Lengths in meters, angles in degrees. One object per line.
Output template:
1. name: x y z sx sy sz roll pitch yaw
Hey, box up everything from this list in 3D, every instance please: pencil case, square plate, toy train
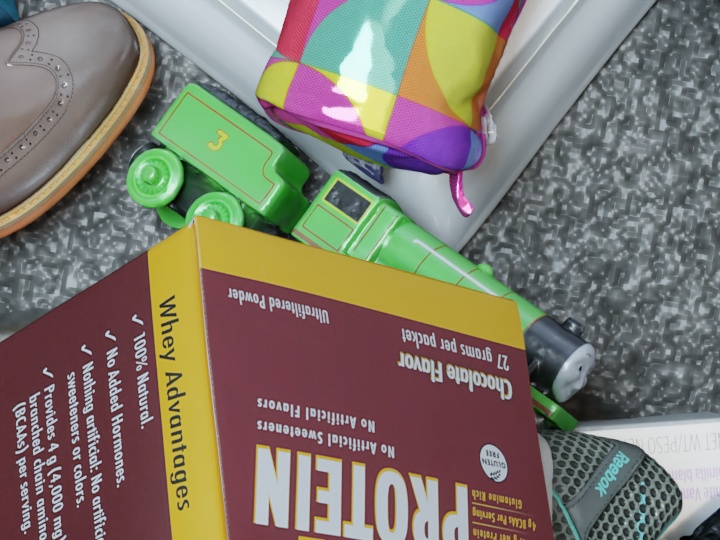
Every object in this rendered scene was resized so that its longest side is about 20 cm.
1. pencil case: 0.031 -0.125 0.840 0.088 0.088 0.200 19 88 1
2. square plate: 0.015 -0.140 0.898 0.200 0.028 0.198 39 90 1
3. toy train: 0.000 0.000 0.859 0.200 0.042 0.056 35 88 23

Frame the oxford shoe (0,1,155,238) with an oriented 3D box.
1. oxford shoe: -0.161 -0.047 0.855 0.200 0.073 0.071 -32 59 -18

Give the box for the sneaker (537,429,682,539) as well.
1. sneaker: 0.058 0.142 0.806 0.091 0.078 0.200 3 109 -26

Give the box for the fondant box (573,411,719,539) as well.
1. fondant box: 0.069 0.155 0.875 0.144 0.058 0.200 -4 89 0

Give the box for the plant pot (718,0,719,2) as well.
1. plant pot: 0.215 -0.152 0.822 0.200 0.200 0.198 32 96 1

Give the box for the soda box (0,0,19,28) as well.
1. soda box: -0.231 -0.099 0.879 0.200 0.068 0.064 -14 88 0

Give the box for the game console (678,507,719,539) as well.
1. game console: 0.201 0.157 0.808 0.171 0.118 0.200 -38 103 -15

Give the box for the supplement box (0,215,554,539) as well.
1. supplement box: -0.053 0.121 0.738 0.200 0.133 0.197 -29 58 40
